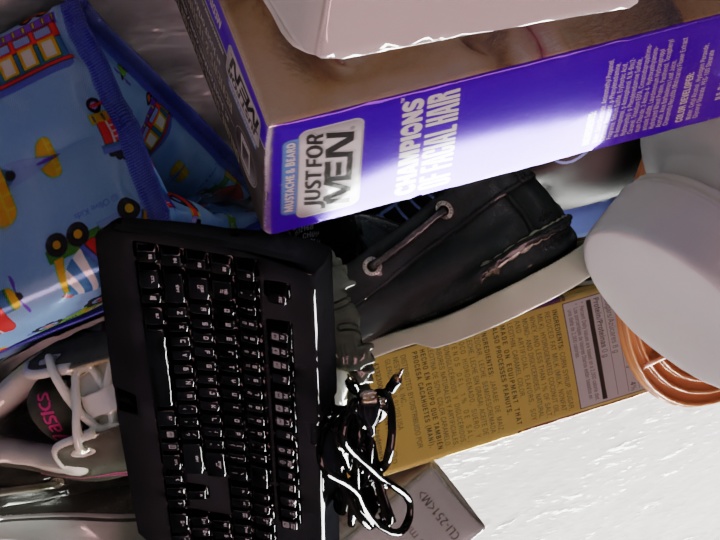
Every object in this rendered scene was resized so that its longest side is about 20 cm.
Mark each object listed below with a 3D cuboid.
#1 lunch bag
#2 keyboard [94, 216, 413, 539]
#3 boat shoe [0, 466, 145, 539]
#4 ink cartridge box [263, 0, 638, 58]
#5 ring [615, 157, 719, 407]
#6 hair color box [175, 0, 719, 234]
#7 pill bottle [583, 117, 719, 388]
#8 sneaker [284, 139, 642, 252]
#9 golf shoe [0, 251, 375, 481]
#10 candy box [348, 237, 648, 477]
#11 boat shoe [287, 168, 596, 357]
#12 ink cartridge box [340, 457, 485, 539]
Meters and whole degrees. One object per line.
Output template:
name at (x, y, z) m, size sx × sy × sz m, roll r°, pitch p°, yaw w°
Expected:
lunch bag at (-0.122, -0.010, 0.922) m, size 0.150 × 0.094 × 0.200 m, roll -25°, pitch 170°, yaw 9°
keyboard at (-0.035, 0.058, 0.854) m, size 0.104 × 0.040 × 0.200 m, roll 4°, pitch 145°, yaw 4°
boat shoe at (-0.167, 0.079, 1.096) m, size 0.200 × 0.071 × 0.064 m, roll 4°, pitch 127°, yaw -38°
ink cartridge box at (0.011, -0.166, 0.501) m, size 0.084 × 0.146 × 0.200 m, roll -11°, pitch 138°, yaw -22°
ring at (0.172, -0.034, 1.010) m, size 0.200 × 0.019 × 0.201 m, roll -28°, pitch 131°, yaw -38°
hair color box at (0.047, -0.094, 0.806) m, size 0.199 × 0.110 × 0.065 m, roll -16°, pitch 150°, yaw -11°
pill bottle at (0.170, -0.056, 0.887) m, size 0.200 × 0.113 × 0.113 m, roll -48°, pitch 165°, yaw -18°
sneaker at (0.028, -0.038, 0.996) m, size 0.200 × 0.070 × 0.078 m, roll -21°, pitch 133°, yaw 22°
golf shoe at (-0.071, 0.046, 0.921) m, size 0.088 × 0.077 × 0.200 m, roll -15°, pitch 175°, yaw -38°
candy box at (0.058, 0.029, 1.087) m, size 0.199 × 0.057 × 0.117 m, roll -15°, pitch -166°, yaw -19°
boat shoe at (-0.001, 0.001, 0.947) m, size 0.074 × 0.066 × 0.199 m, roll -31°, pitch -172°, yaw -42°
ink cartridge box at (-0.050, 0.129, 1.116) m, size 0.173 × 0.044 × 0.200 m, roll -40°, pitch -162°, yaw -5°
